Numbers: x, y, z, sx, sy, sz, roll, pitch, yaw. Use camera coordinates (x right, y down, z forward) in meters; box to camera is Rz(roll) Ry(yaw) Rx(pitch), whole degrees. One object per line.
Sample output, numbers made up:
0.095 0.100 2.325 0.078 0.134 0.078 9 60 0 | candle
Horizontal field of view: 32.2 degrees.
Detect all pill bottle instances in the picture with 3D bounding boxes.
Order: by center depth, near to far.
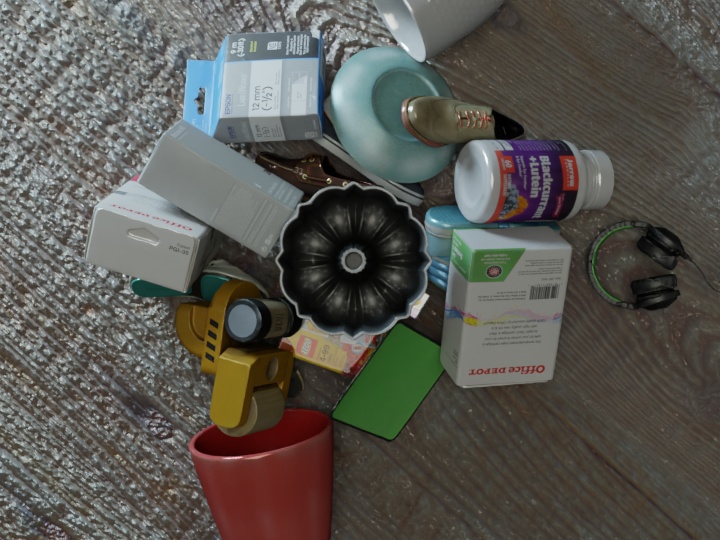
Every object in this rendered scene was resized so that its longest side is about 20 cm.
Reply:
0.238 -0.122 1.694 0.199 0.111 0.112 -3 92 -22 | pill bottle

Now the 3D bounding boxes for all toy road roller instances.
-0.174 0.112 1.677 0.146 0.123 0.201 10 95 25 | toy road roller

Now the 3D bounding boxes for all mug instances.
0.106 -0.409 1.707 0.175 0.148 0.200 -33 60 -8 | mug

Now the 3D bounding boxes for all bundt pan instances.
-0.008 -0.013 1.629 0.201 0.076 0.203 0 92 2 | bundt pan

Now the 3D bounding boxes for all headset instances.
0.413 -0.002 1.722 0.199 0.094 0.124 9 93 13 | headset

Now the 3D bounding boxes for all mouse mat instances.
0.046 0.154 1.703 0.008 0.200 0.161 37 93 31 | mouse mat

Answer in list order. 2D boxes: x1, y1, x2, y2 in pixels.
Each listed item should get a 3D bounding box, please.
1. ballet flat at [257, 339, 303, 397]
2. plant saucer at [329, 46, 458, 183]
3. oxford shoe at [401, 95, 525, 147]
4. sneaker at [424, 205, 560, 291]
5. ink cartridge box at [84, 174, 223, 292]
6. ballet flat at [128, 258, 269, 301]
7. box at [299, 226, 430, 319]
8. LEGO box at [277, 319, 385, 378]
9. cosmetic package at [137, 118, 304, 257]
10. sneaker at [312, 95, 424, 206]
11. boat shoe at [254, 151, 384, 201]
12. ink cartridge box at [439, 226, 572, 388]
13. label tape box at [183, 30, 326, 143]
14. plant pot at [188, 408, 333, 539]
-0.161 0.110 1.774 0.200 0.057 0.067 37 107 -6 | ballet flat
0.056 -0.221 1.709 0.200 0.039 0.202 7 72 -21 | plant saucer
0.140 -0.204 1.680 0.075 0.200 0.071 -12 79 46 | oxford shoe
0.175 -0.022 1.748 0.199 0.080 0.131 2 117 -15 | sneaker
-0.272 -0.054 1.687 0.146 0.200 0.083 17 108 1 | ink cartridge box
-0.225 0.009 1.763 0.199 0.069 0.070 6 92 2 | ballet flat
0.000 0.000 1.687 0.200 0.039 0.042 31 91 1 | box
-0.014 0.040 1.748 0.149 0.077 0.200 18 92 1 | LEGO box
-0.184 -0.111 1.660 0.200 0.107 0.090 33 108 -7 | cosmetic package
0.017 -0.172 1.739 0.200 0.078 0.079 35 98 2 | sneaker
-0.056 -0.127 1.728 0.200 0.070 0.070 25 114 16 | boat shoe
0.193 0.048 1.689 0.144 0.084 0.201 -2 113 -16 | ink cartridge box
-0.150 -0.253 1.719 0.199 0.066 0.144 -1 62 3 | label tape box
-0.122 0.303 1.713 0.200 0.200 0.178 -8 100 2 | plant pot
